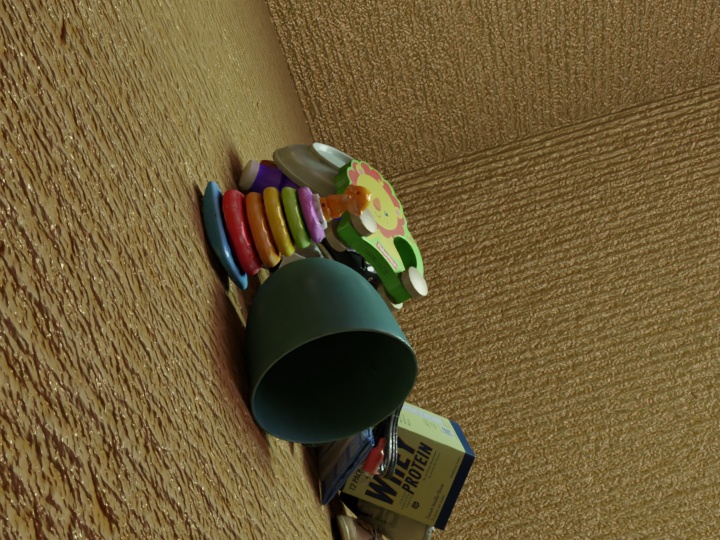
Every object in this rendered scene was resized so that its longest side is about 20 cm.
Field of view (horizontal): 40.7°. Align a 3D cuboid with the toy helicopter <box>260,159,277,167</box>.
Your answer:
[{"bbox_3d":[-0.133,-0.153,1.679,0.200,0.131,0.079,-140,-119,-64],"label":"toy helicopter"}]

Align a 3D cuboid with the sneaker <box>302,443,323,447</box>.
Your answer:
[{"bbox_3d":[-0.073,0.165,1.408,0.200,0.075,0.077,-111,-179,-60],"label":"sneaker"}]

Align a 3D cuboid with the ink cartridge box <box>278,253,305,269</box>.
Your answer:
[{"bbox_3d":[-0.086,0.043,1.370,0.200,0.068,0.117,46,69,-85],"label":"ink cartridge box"}]

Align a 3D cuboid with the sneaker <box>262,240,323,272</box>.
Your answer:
[{"bbox_3d":[-0.105,-0.026,1.472,0.199,0.073,0.081,7,74,-51],"label":"sneaker"}]

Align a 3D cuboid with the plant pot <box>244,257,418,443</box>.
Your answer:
[{"bbox_3d":[-0.050,0.083,1.171,0.201,0.199,0.161,72,-3,-47],"label":"plant pot"}]

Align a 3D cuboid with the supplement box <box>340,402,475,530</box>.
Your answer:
[{"bbox_3d":[0.061,0.304,1.617,0.200,0.199,0.135,-115,-133,-83],"label":"supplement box"}]

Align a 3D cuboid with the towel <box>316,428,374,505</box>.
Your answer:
[{"bbox_3d":[-0.031,0.248,1.514,0.024,0.147,0.200,26,25,-20],"label":"towel"}]

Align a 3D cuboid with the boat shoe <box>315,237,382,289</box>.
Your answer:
[{"bbox_3d":[-0.001,-0.002,1.487,0.201,0.063,0.074,44,5,-48],"label":"boat shoe"}]

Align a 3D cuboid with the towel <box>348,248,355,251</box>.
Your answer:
[{"bbox_3d":[-0.041,-0.026,1.943,0.166,0.199,0.086,69,6,-56],"label":"towel"}]

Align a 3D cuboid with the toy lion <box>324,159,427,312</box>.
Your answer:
[{"bbox_3d":[0.029,-0.065,1.459,0.200,0.068,0.192,50,29,-19],"label":"toy lion"}]

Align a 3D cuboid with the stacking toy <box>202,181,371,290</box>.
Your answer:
[{"bbox_3d":[-0.082,-0.064,1.181,0.110,0.199,0.117,69,4,-62],"label":"stacking toy"}]

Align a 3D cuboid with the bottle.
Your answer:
[{"bbox_3d":[-0.095,-0.114,1.546,0.065,0.199,0.084,-58,-158,21],"label":"bottle"}]

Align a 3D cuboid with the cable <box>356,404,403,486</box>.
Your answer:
[{"bbox_3d":[0.034,0.231,1.464,0.097,0.050,0.201,30,-79,54],"label":"cable"}]

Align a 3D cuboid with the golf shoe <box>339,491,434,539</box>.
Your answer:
[{"bbox_3d":[0.038,0.416,1.639,0.199,0.097,0.079,6,-106,54],"label":"golf shoe"}]

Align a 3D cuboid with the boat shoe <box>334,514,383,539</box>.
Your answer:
[{"bbox_3d":[0.003,0.432,1.575,0.200,0.064,0.072,70,5,-66],"label":"boat shoe"}]

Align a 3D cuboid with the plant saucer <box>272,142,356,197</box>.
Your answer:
[{"bbox_3d":[-0.043,-0.157,1.555,0.050,0.199,0.200,-60,-166,17],"label":"plant saucer"}]
